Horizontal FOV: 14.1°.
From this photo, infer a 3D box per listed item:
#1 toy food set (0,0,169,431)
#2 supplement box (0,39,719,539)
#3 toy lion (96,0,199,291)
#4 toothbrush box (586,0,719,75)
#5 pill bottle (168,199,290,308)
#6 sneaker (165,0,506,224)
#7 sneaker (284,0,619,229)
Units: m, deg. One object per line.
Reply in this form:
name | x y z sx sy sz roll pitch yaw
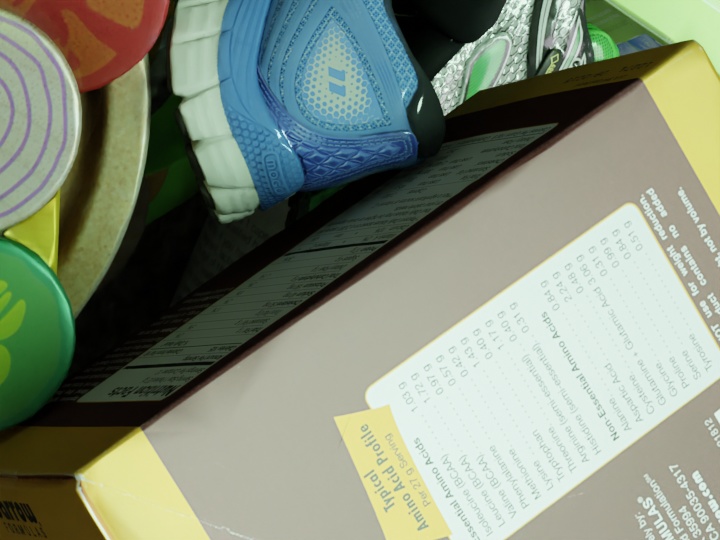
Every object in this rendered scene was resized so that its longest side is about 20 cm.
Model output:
toy food set | -0.149 -0.049 0.766 0.197 0.049 0.201 1 97 -2
supplement box | 0.033 0.080 0.773 0.200 0.133 0.198 -34 100 -20
toy lion | -0.052 -0.115 0.920 0.191 0.069 0.201 -30 136 -42
toothbrush box | 0.133 -0.135 0.985 0.146 0.200 0.086 -57 -176 -3
pill bottle | 0.000 0.000 1.007 0.114 0.114 0.201 8 110 -50
sneaker | 0.002 -0.095 0.830 0.079 0.089 0.201 75 15 -49
sneaker | 0.033 -0.053 0.904 0.078 0.085 0.201 -90 -155 -81
